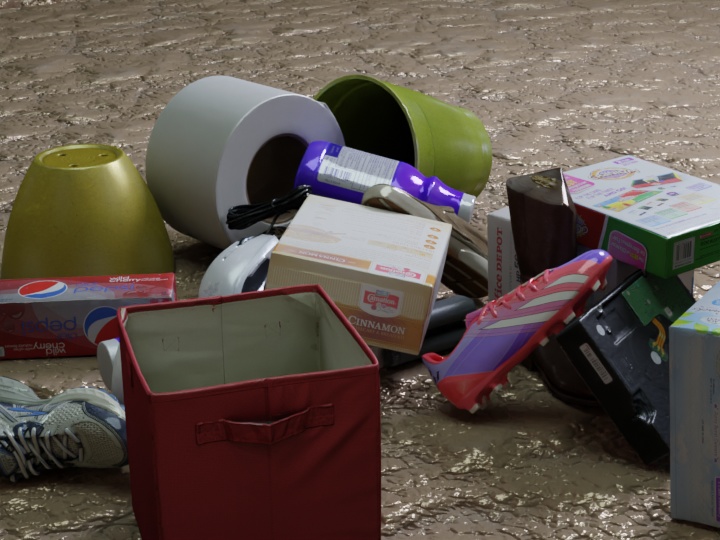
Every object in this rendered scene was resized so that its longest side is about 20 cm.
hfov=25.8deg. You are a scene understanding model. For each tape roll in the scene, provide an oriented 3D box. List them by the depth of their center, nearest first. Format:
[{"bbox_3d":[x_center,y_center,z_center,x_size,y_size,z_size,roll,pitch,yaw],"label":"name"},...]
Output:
[{"bbox_3d":[-0.134,-0.120,1.856,0.202,0.203,0.139,-18,26,-39],"label":"tape roll"}]

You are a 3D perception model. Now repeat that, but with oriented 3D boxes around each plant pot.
[{"bbox_3d":[-0.314,-0.064,1.795,0.199,0.142,0.200,0,20,0],"label":"plant pot"},{"bbox_3d":[0.057,-0.138,1.946,0.200,0.201,0.193,17,15,41],"label":"plant pot"}]

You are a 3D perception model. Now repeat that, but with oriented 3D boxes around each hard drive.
[{"bbox_3d":[0.264,0.076,1.415,0.038,0.140,0.200,-38,-4,38],"label":"hard drive"}]

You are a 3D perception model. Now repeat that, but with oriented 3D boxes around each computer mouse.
[{"bbox_3d":[-0.124,-0.016,1.682,0.109,0.044,0.200,-9,39,30],"label":"computer mouse"}]

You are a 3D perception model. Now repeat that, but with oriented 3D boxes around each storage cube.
[{"bbox_3d":[-0.088,0.131,1.204,0.170,0.180,0.200,-7,22,-15],"label":"storage cube"}]

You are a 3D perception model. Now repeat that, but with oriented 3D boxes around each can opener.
[{"bbox_3d":[0.027,0.064,1.560,0.199,0.053,0.066,-14,23,-31],"label":"can opener"}]

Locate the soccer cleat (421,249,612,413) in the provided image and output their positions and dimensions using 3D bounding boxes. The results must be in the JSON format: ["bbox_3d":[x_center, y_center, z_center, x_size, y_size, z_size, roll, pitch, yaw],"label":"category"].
[{"bbox_3d":[0.142,0.044,1.426,0.076,0.200,0.067,47,16,12],"label":"soccer cleat"}]

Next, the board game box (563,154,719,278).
[{"bbox_3d":[0.276,-0.057,1.522,0.153,0.040,0.200,-16,26,-32],"label":"board game box"}]

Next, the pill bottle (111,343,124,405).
[{"bbox_3d":[-0.106,0.100,1.382,0.199,0.115,0.114,5,21,16],"label":"pill bottle"}]

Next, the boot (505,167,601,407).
[{"bbox_3d":[0.197,0.012,1.477,0.064,0.201,0.186,-13,23,-29],"label":"boot"}]

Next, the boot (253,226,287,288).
[{"bbox_3d":[-0.028,-0.008,1.739,0.200,0.073,0.150,-21,28,-31],"label":"boot"}]

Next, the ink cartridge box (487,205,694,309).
[{"bbox_3d":[0.224,0.002,1.608,0.125,0.129,0.200,-19,27,-38],"label":"ink cartridge box"}]

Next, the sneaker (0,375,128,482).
[{"bbox_3d":[-0.276,0.148,1.344,0.199,0.077,0.085,3,29,31],"label":"sneaker"}]

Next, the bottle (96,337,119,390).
[{"bbox_3d":[-0.152,0.071,1.516,0.199,0.066,0.084,-12,-10,-25],"label":"bottle"}]

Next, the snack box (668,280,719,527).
[{"bbox_3d":[0.317,0.094,1.295,0.067,0.169,0.200,8,23,32],"label":"snack box"}]

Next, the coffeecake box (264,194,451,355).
[{"bbox_3d":[0.000,0.000,1.525,0.153,0.073,0.200,12,19,5],"label":"coffeecake box"}]

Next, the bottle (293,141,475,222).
[{"bbox_3d":[0.028,-0.086,1.775,0.199,0.065,0.084,15,43,4],"label":"bottle"}]

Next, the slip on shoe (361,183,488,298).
[{"bbox_3d":[0.077,-0.043,1.673,0.076,0.200,0.061,-20,46,43],"label":"slip on shoe"}]

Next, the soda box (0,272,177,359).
[{"bbox_3d":[-0.288,0.046,1.610,0.199,0.064,0.070,-2,21,-3],"label":"soda box"}]
